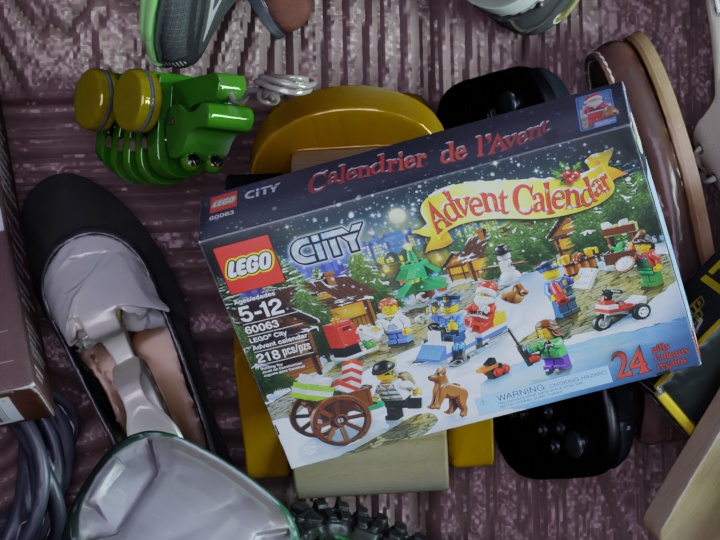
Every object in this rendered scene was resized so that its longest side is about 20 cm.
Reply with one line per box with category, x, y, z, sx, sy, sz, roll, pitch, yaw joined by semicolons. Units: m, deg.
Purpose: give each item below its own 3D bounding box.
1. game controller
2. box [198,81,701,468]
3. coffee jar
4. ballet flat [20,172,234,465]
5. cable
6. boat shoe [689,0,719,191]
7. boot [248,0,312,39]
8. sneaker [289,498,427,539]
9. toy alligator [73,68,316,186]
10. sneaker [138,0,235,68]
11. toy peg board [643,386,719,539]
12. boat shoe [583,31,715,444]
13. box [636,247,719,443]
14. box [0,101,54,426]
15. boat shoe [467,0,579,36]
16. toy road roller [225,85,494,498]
game controller;0.083;0.002;1.361;0.042;0.104;0.202;-11;90;-39
box;0.041;0.005;1.257;0.199;0.038;0.137;-15;125;9
coffee jar;-0.097;0.154;1.313;0.104;0.200;0.086;33;64;2
ballet flat;-0.112;0.041;1.377;0.068;0.068;0.201;-27;88;1
cable;-0.238;0.098;1.394;0.199;0.051;0.164;-22;80;-3
boat shoe;0.194;-0.073;1.373;0.062;0.071;0.202;2;94;14
boot;0.023;-0.222;1.375;0.199;0.068;0.190;-10;76;10
sneaker;0.044;0.180;1.378;0.199;0.078;0.086;17;113;-1
toy alligator;-0.084;-0.067;1.328;0.059;0.200;0.055;4;91;-34
sneaker;-0.033;-0.173;1.310;0.084;0.077;0.200;38;94;7
toy peg board;0.273;0.087;1.296;0.198;0.098;0.201;25;100;-31
boat shoe;0.140;-0.014;1.372;0.070;0.070;0.201;-16;88;-3
box;0.242;0.027;1.342;0.200;0.049;0.160;-44;120;-2
box;-0.216;-0.021;1.359;0.099;0.075;0.201;-12;74;-1
boat shoe;0.111;-0.214;1.386;0.071;0.061;0.202;26;88;31
toy road roller;0.000;0.000;1.367;0.122;0.146;0.201;-3;125;1
